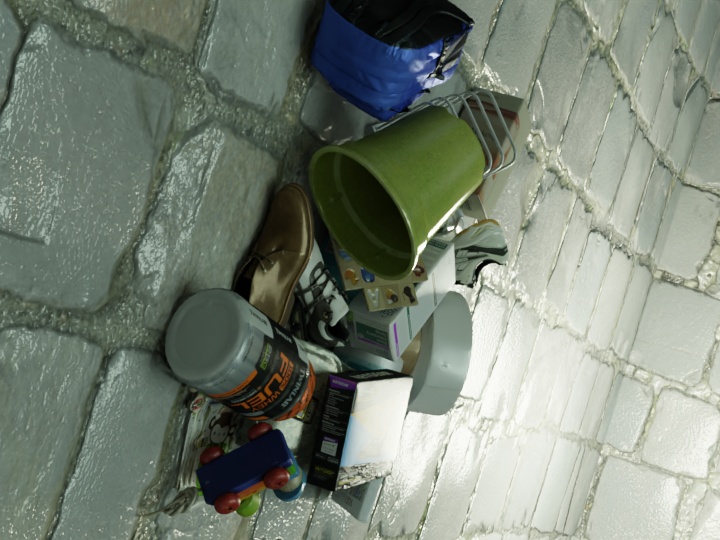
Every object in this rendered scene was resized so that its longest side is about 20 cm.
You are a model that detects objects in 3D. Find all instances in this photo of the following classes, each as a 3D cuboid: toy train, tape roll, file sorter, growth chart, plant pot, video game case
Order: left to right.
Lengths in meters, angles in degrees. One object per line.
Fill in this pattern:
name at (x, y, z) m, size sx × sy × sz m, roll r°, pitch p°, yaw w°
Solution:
growth chart at (-0.194, 0.225, 1.537) m, size 0.144 × 0.018 × 0.203 m, roll -18°, pitch 121°, yaw -60°
toy train at (-0.169, 0.286, 1.499) m, size 0.198 × 0.085 × 0.116 m, roll -27°, pitch 146°, yaw 2°
video game case at (0.013, 0.284, 1.842) m, size 0.182 × 0.023 × 0.203 m, roll 177°, pitch -67°, yaw -76°
plant pot at (0.063, -0.121, 1.558) m, size 0.183 × 0.199 × 0.202 m, roll -37°, pitch 138°, yaw -27°
tape roll at (0.106, 0.127, 1.854) m, size 0.070 × 0.202 × 0.206 m, roll 11°, pitch 97°, yaw -19°
file sorter at (0.128, -0.186, 1.746) m, size 0.199 × 0.124 × 0.140 m, roll -24°, pitch 89°, yaw -56°

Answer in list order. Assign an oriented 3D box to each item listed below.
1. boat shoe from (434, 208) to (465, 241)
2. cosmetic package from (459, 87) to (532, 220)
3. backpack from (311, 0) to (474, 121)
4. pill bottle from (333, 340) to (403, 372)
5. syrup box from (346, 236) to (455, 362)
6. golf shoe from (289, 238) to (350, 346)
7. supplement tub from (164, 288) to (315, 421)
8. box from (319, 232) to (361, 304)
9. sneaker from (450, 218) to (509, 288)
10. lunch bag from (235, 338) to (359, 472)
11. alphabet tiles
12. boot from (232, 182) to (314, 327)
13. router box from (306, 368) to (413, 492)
boat shoe at (0.123, -0.084, 1.881) m, size 0.203 × 0.073 × 0.087 m, roll 64°, pitch 27°, yaw -50°
cosmetic package at (0.204, -0.198, 1.969) m, size 0.202 × 0.102 × 0.088 m, roll -64°, pitch 153°, yaw -21°
backpack at (0.034, -0.285, 1.527) m, size 0.200 × 0.161 × 0.170 m, roll -35°, pitch 150°, yaw -53°
pill bottle at (-0.014, 0.211, 1.770) m, size 0.111 × 0.109 × 0.203 m, roll 30°, pitch 78°, yaw -62°
syrup box at (0.063, 0.036, 1.744) m, size 0.200 × 0.078 × 0.082 m, roll -49°, pitch 145°, yaw -38°
golf shoe at (-0.056, 0.022, 1.605) m, size 0.078 × 0.093 × 0.202 m, roll -49°, pitch 143°, yaw -36°
supplement tub at (-0.142, 0.112, 1.440) m, size 0.200 × 0.121 × 0.124 m, roll 41°, pitch 69°, yaw -54°
box at (0.000, 0.000, 1.746) m, size 0.083 × 0.049 × 0.200 m, roll -65°, pitch 152°, yaw -16°
sneaker at (0.147, -0.003, 1.878) m, size 0.089 × 0.198 × 0.075 m, roll 65°, pitch 17°, yaw 10°
lunch bag at (-0.085, 0.189, 1.617) m, size 0.200 × 0.116 × 0.166 m, roll 36°, pitch 72°, yaw -60°
alphabet tiles at (0.022, -0.042, 1.662) m, size 0.165 × 0.006 × 0.203 m, roll -6°, pitch 77°, yaw -43°
boot at (-0.115, -0.015, 1.504) m, size 0.075 × 0.073 × 0.203 m, roll 1°, pitch 106°, yaw -52°
router box at (0.002, 0.218, 1.617) m, size 0.199 × 0.050 × 0.152 m, roll 4°, pitch 98°, yaw -66°
